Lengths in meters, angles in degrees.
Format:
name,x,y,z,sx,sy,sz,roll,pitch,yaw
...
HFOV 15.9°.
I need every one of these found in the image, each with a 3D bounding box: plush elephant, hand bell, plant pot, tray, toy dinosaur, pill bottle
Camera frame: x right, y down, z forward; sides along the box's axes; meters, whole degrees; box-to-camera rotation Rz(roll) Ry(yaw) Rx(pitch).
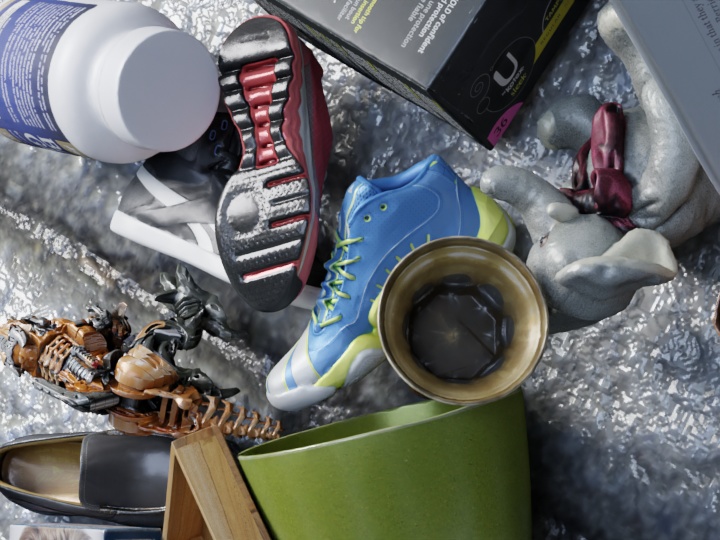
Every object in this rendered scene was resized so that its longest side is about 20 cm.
name,x,y,z,sx,sy,sz,roll,pitch,yaw
plush elephant,0.148,-0.037,1.593,0.200,0.155,0.165,55,152,8
hand bell,0.051,0.054,1.631,0.104,0.200,0.104,2,75,-6
plant pot,0.036,0.192,1.636,0.187,0.187,0.201,-14,90,26
tray,-0.093,0.185,1.691,0.037,0.200,0.099,-20,69,-16
toy dinosaur,-0.147,0.077,1.749,0.200,0.136,0.102,40,122,9
pill bottle,-0.183,-0.133,1.783,0.200,0.111,0.111,14,90,54

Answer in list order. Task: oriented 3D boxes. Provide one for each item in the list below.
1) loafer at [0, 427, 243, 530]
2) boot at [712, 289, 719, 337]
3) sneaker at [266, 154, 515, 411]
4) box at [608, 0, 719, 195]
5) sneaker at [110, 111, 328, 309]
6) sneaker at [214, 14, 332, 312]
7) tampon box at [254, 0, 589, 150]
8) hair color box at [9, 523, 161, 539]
name,x,y,z,sx,sy,sz,roll,pitch,yaw
loafer,-0.176,0.145,1.801,0.199,0.072,0.073,-6,79,27
boot,0.278,-0.032,1.531,0.077,0.155,0.200,34,99,28
sneaker,0.000,0.000,1.691,0.200,0.076,0.105,-38,102,-5
box,0.227,-0.187,1.511,0.130,0.200,0.199,-21,36,19
sneaker,-0.079,-0.048,1.775,0.200,0.073,0.112,21,93,29
sneaker,-0.044,-0.067,1.721,0.074,0.087,0.201,-8,74,29
tampon box,0.032,-0.202,1.695,0.200,0.126,0.150,33,89,28
hair color box,-0.194,0.277,1.785,0.100,0.060,0.201,-3,84,40
